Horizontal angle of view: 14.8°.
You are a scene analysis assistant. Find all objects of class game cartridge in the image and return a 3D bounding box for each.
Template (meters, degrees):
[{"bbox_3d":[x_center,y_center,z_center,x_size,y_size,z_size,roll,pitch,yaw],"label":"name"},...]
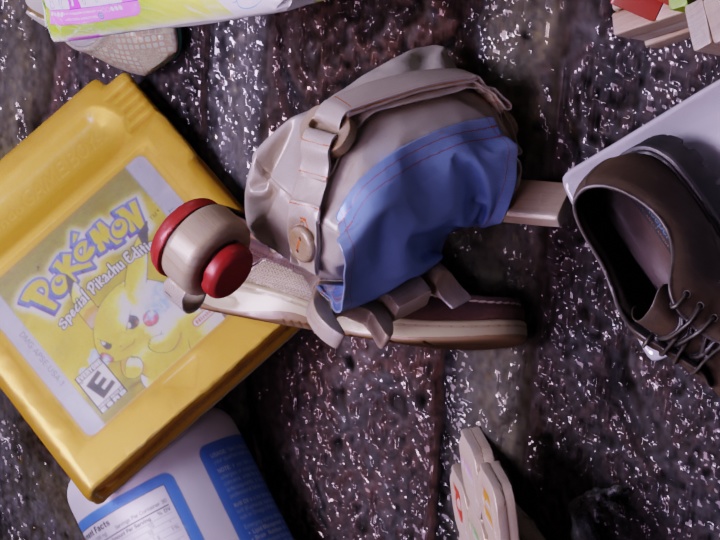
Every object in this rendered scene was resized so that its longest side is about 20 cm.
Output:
[{"bbox_3d":[-0.148,0.005,1.605,0.176,0.032,0.200,-41,71,-1],"label":"game cartridge"}]

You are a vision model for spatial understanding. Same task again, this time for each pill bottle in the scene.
[{"bbox_3d":[-0.105,0.150,1.636,0.112,0.112,0.201,-34,79,45],"label":"pill bottle"}]

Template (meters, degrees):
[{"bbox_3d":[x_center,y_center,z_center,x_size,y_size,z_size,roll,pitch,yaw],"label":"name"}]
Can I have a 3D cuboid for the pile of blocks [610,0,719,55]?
[{"bbox_3d":[0.183,-0.131,1.269,0.200,0.062,0.083,21,102,46],"label":"pile of blocks"}]

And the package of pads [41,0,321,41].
[{"bbox_3d":[-0.062,-0.171,1.447,0.199,0.154,0.069,-3,103,44],"label":"package of pads"}]

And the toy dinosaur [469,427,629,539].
[{"bbox_3d":[0.115,0.163,1.476,0.088,0.047,0.201,-39,74,51],"label":"toy dinosaur"}]

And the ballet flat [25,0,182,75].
[{"bbox_3d":[-0.189,-0.176,1.635,0.200,0.062,0.068,42,130,25],"label":"ballet flat"}]

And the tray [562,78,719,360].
[{"bbox_3d":[0.190,-0.039,1.345,0.200,0.022,0.108,-31,81,46],"label":"tray"}]

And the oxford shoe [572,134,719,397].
[{"bbox_3d":[0.168,0.031,1.318,0.200,0.084,0.073,50,131,16],"label":"oxford shoe"}]

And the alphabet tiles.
[{"bbox_3d":[0.077,0.189,1.461,0.196,0.015,0.201,-120,21,-71],"label":"alphabet tiles"}]

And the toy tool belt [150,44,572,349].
[{"bbox_3d":[0.005,-0.024,1.409,0.123,0.200,0.125,41,148,26],"label":"toy tool belt"}]

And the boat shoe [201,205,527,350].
[{"bbox_3d":[0.000,0.000,1.505,0.199,0.072,0.072,9,89,30],"label":"boat shoe"}]
